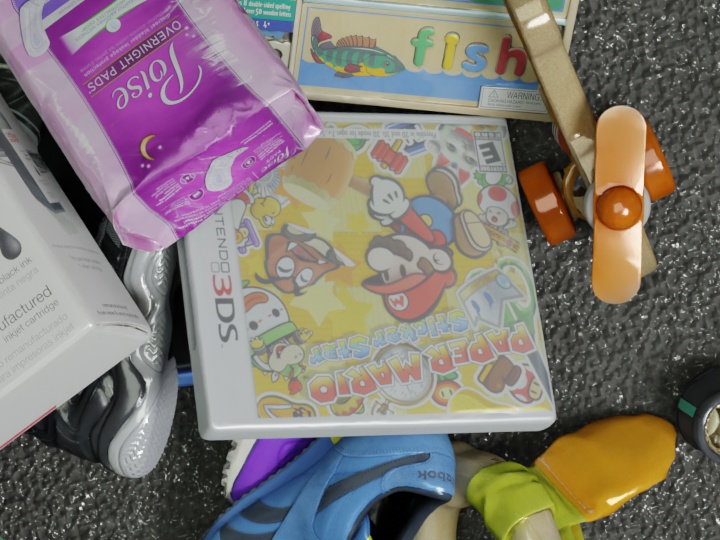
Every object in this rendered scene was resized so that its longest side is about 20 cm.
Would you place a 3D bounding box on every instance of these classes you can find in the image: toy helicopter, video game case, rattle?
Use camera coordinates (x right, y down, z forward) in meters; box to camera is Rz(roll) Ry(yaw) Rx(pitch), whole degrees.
[{"bbox_3d":[0.115,-0.072,1.273,0.079,0.132,0.200,-23,127,6],"label":"toy helicopter"},{"bbox_3d":[0.000,0.000,1.295,0.200,0.023,0.182,0,69,-22],"label":"video game case"},{"bbox_3d":[0.099,0.188,1.369,0.130,0.143,0.200,9,111,37],"label":"rattle"}]

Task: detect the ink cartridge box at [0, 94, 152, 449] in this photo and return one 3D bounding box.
[{"bbox_3d":[-0.228,-0.009,1.270,0.146,0.085,0.200,-37,75,11],"label":"ink cartridge box"}]

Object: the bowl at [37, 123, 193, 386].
[{"bbox_3d":[-0.110,-0.032,1.376,0.200,0.039,0.201,0,92,6],"label":"bowl"}]

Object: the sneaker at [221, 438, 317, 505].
[{"bbox_3d":[0.006,0.068,1.353,0.099,0.070,0.200,36,96,1],"label":"sneaker"}]

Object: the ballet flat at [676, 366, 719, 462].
[{"bbox_3d":[0.274,0.097,1.329,0.200,0.073,0.073,11,93,5],"label":"ballet flat"}]

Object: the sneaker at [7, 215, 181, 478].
[{"bbox_3d":[-0.155,0.010,1.324,0.114,0.075,0.200,6,91,8],"label":"sneaker"}]

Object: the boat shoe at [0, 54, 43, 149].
[{"bbox_3d":[-0.266,-0.101,1.377,0.200,0.072,0.071,12,60,16],"label":"boat shoe"}]

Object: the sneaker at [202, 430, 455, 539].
[{"bbox_3d":[-0.024,0.153,1.329,0.200,0.066,0.078,-43,45,25],"label":"sneaker"}]

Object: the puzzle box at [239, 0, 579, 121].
[{"bbox_3d":[0.020,-0.151,1.310,0.200,0.025,0.133,4,125,-5],"label":"puzzle box"}]

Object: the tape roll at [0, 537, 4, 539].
[{"bbox_3d":[-0.266,0.192,1.320,0.200,0.048,0.201,12,133,13],"label":"tape roll"}]

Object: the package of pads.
[{"bbox_3d":[-0.122,-0.121,1.256,0.120,0.076,0.200,-36,69,2],"label":"package of pads"}]
